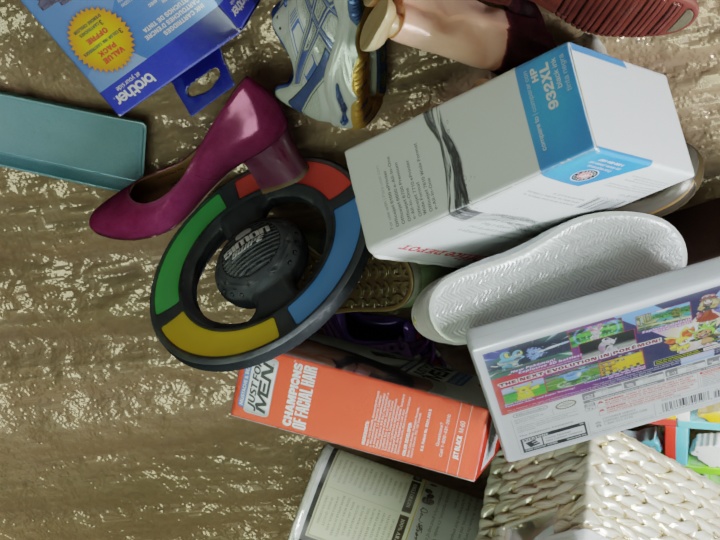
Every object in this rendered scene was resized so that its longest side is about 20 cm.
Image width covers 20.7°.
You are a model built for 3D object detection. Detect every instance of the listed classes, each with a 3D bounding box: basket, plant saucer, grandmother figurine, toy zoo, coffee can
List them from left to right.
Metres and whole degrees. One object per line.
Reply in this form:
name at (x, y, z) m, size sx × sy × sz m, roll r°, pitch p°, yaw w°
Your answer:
plant saucer at (-0.270, -0.114, 1.621) m, size 0.199 × 0.019 × 0.070 m, roll 13°, pitch 124°, yaw 9°
coffee can at (0.039, 0.248, 1.679) m, size 0.199 × 0.147 × 0.147 m, roll 20°, pitch 124°, yaw 4°
grandmother figurine at (0.099, -0.169, 1.433) m, size 0.199 × 0.122 × 0.061 m, roll 18°, pitch 156°, yaw -21°
basket at (0.202, 0.218, 1.584) m, size 0.200 × 0.124 × 0.135 m, roll 30°, pitch 144°, yaw -31°
toy zoo at (0.255, 0.117, 1.580) m, size 0.131 × 0.021 × 0.200 m, roll 4°, pitch 139°, yaw 13°

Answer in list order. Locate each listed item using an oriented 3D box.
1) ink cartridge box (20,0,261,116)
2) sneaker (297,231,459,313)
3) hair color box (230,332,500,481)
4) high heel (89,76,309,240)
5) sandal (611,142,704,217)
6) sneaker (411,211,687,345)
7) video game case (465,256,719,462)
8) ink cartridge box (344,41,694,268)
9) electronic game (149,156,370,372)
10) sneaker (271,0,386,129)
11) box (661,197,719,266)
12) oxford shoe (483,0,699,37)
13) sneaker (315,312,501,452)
ink cartridge box at (-0.170, -0.214, 1.499) m, size 0.136 × 0.076 × 0.200 m, roll -31°, pitch 110°, yaw 29°
sneaker at (0.000, 0.000, 1.583) m, size 0.200 × 0.090 × 0.067 m, roll 3°, pitch 101°, yaw 47°
hair color box at (0.010, 0.101, 1.548) m, size 0.199 × 0.111 × 0.064 m, roll 13°, pitch 100°, yaw 11°
high heel at (-0.144, -0.090, 1.557) m, size 0.199 × 0.068 × 0.096 m, roll -19°, pitch 122°, yaw 18°
sandal at (0.162, -0.054, 1.493) m, size 0.199 × 0.082 × 0.055 m, roll -20°, pitch 138°, yaw 23°
sneaker at (0.133, 0.006, 1.457) m, size 0.199 × 0.116 × 0.074 m, roll -14°, pitch 89°, yaw -10°
video game case at (0.187, 0.067, 1.434) m, size 0.199 × 0.023 × 0.182 m, roll -16°, pitch 147°, yaw 4°
ink cartridge box at (0.112, -0.077, 1.404) m, size 0.200 × 0.145 × 0.084 m, roll -24°, pitch 73°, yaw 33°
electronic game at (-0.078, -0.007, 1.528) m, size 0.199 × 0.201 × 0.042 m, roll -17°, pitch 136°, yaw 24°
sneaker at (-0.029, -0.202, 1.467) m, size 0.088 × 0.075 × 0.201 m, roll 14°, pitch 118°, yaw 20°
box at (0.286, -0.008, 1.483) m, size 0.199 × 0.100 × 0.075 m, roll -21°, pitch 113°, yaw 24°
oxford shoe at (0.153, -0.223, 1.408) m, size 0.199 × 0.075 × 0.070 m, roll 15°, pitch 149°, yaw -17°
sneaker at (0.046, 0.087, 1.622) m, size 0.199 × 0.081 × 0.084 m, roll 27°, pitch 118°, yaw -1°
